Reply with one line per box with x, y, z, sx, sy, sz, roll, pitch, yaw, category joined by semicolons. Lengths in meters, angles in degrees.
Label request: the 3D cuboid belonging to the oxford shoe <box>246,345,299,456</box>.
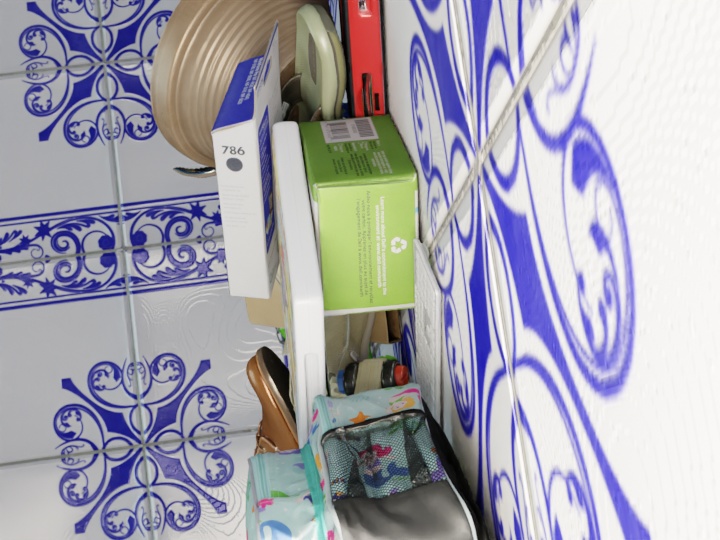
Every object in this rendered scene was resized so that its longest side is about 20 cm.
-0.075;0.164;1.134;0.072;0.071;0.202;-90;-17;-63;oxford shoe

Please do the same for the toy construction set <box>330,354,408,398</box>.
0.015;0.148;0.968;0.132;0.091;0.201;62;-166;-47;toy construction set

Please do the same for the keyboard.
0.048;0.070;0.850;0.057;0.011;0.201;-101;5;-48;keyboard

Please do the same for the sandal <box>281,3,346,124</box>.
-0.048;-0.126;0.997;0.080;0.057;0.203;48;150;45;sandal

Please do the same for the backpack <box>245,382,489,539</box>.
0.006;0.168;0.729;0.200;0.149;0.179;-94;-3;-68;backpack

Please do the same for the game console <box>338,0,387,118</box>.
-0.001;-0.209;0.984;0.178;0.031;0.202;-96;2;-51;game console

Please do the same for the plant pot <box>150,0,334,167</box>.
-0.081;-0.172;1.058;0.092;0.200;0.202;34;146;30;plant pot

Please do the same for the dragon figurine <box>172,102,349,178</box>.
-0.098;-0.142;1.279;0.059;0.197;0.101;-41;-47;-78;dragon figurine

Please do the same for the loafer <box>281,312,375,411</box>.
-0.031;0.055;1.053;0.075;0.068;0.202;18;127;35;loafer

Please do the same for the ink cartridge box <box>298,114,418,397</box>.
0.000;0.000;0.913;0.148;0.075;0.202;-106;11;-65;ink cartridge box

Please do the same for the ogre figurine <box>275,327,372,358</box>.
-0.038;0.067;1.452;0.200;0.097;0.121;-83;-22;-73;ogre figurine

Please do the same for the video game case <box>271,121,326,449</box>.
-0.045;0.022;0.886;0.201;0.023;0.183;-100;7;-48;video game case

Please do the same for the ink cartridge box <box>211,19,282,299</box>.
-0.084;-0.085;0.934;0.100;0.039;0.202;-79;-8;-50;ink cartridge box

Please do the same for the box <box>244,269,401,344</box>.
-0.047;-0.020;1.113;0.199;0.021;0.165;6;108;44;box
